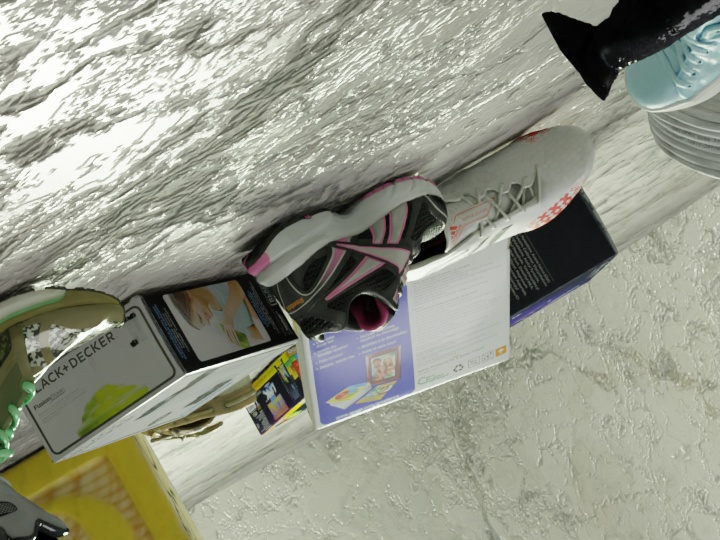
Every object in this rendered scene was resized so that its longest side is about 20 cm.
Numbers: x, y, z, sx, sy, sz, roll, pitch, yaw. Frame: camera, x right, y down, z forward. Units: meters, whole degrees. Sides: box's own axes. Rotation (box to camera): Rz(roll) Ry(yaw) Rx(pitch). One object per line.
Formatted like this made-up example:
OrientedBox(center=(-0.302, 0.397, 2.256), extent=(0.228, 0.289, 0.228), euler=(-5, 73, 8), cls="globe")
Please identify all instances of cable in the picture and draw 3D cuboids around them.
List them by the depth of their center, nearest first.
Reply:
OrientedBox(center=(0.314, -0.128, 1.394), extent=(0.199, 0.070, 0.200), euler=(-20, -150, -27), cls="cable")

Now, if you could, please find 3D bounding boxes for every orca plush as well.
OrientedBox(center=(0.173, -0.180, 0.920), extent=(0.199, 0.071, 0.106), euler=(-29, -141, 23), cls="orca plush")

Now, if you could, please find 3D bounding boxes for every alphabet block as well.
OrientedBox(center=(-0.245, 0.258, 1.629), extent=(0.196, 0.196, 0.200), euler=(-32, 173, -6), cls="alphabet block")

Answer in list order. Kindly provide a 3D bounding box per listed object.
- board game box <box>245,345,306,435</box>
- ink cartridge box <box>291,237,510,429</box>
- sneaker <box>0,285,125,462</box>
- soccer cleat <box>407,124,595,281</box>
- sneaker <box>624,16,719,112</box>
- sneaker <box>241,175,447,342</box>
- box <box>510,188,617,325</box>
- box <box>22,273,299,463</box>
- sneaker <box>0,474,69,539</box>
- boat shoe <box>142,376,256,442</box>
OrientedBox(center=(-0.031, 0.101, 2.012), extent=(0.165, 0.057, 0.200), euler=(-27, 172, -23), cls="board game box")
OrientedBox(center=(0.037, 0.036, 1.601), extent=(0.196, 0.047, 0.201), euler=(-18, 138, -11), cls="ink cartridge box")
OrientedBox(center=(-0.201, 0.079, 0.935), extent=(0.199, 0.089, 0.077), euler=(-29, 173, -22), cls="sneaker")
OrientedBox(center=(0.092, -0.048, 1.414), extent=(0.199, 0.069, 0.085), euler=(-28, 179, 16), cls="soccer cleat")
OrientedBox(center=(0.210, -0.163, 1.113), extent=(0.082, 0.074, 0.200), euler=(-14, 156, -38), cls="sneaker")
OrientedBox(center=(0.000, 0.000, 1.262), extent=(0.080, 0.087, 0.200), euler=(-34, 174, 40), cls="sneaker")
OrientedBox(center=(0.133, 0.001, 1.786), extent=(0.199, 0.105, 0.148), euler=(-30, 173, -7), cls="box")
OrientedBox(center=(-0.134, 0.062, 1.233), extent=(0.116, 0.060, 0.200), euler=(-33, 173, 17), cls="box")
OrientedBox(center=(-0.248, 0.190, 1.280), extent=(0.078, 0.140, 0.200), euler=(-54, 176, -6), cls="sneaker")
OrientedBox(center=(-0.146, 0.117, 1.576), extent=(0.073, 0.063, 0.200), euler=(-28, 173, -27), cls="boat shoe")
